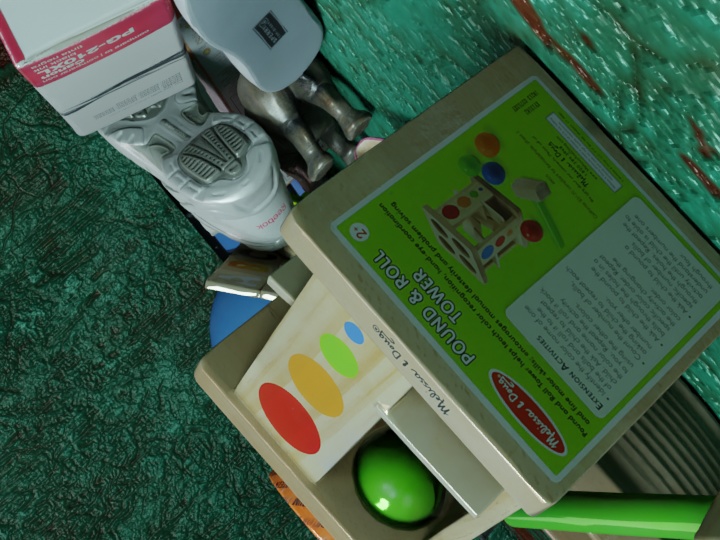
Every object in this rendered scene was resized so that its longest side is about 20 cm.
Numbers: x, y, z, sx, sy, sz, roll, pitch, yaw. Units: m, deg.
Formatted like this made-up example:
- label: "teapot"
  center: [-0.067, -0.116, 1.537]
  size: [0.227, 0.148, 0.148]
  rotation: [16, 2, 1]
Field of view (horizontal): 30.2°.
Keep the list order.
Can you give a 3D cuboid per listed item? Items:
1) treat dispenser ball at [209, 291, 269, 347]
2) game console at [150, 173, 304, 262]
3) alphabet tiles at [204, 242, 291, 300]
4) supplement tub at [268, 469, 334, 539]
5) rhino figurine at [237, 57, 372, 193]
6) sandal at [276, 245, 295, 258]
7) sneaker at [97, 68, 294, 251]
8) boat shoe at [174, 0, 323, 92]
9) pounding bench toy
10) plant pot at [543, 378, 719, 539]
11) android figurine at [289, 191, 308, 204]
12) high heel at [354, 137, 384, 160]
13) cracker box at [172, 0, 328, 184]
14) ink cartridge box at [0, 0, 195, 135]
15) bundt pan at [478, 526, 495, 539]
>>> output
- label: "treat dispenser ball"
  center: [-0.071, 0.065, 1.517]
  size: [0.201, 0.201, 0.201]
  rotation: [48, 175, 6]
- label: "game console"
  center: [-0.088, -0.050, 1.283]
  size: [0.171, 0.118, 0.200]
  rotation: [44, 174, 41]
- label: "alphabet tiles"
  center: [0.000, 0.000, 0.874]
  size: [0.166, 0.008, 0.200]
  rotation: [10, -166, 3]
- label: "supplement tub"
  center: [0.040, 0.111, 0.928]
  size: [0.123, 0.200, 0.123]
  rotation: [47, 174, 6]
- label: "rhino figurine"
  center: [-0.042, -0.094, 0.887]
  size: [0.087, 0.060, 0.200]
  rotation: [46, 172, 4]
- label: "sandal"
  center: [0.022, -0.024, 0.818]
  size: [0.077, 0.070, 0.211]
  rotation: [-8, -158, -43]
- label: "sneaker"
  center: [-0.107, -0.070, 0.870]
  size: [0.200, 0.078, 0.100]
  rotation: [46, 170, 43]
- label: "boat shoe"
  center: [-0.068, -0.156, 0.688]
  size: [0.066, 0.070, 0.200]
  rotation: [45, -178, 15]
- label: "pounding bench toy"
  center: [0.057, 0.056, 0.508]
  size: [0.200, 0.124, 0.156]
  rotation: [48, 147, 7]
- label: "plant pot"
  center: [0.127, 0.094, 0.695]
  size: [0.201, 0.093, 0.201]
  rotation: [47, 174, 7]
- label: "android figurine"
  center: [-0.054, -0.047, 1.096]
  size: [0.199, 0.041, 0.182]
  rotation: [21, -176, 29]
- label: "high heel"
  center: [0.036, -0.035, 0.671]
  size: [0.096, 0.067, 0.200]
  rotation: [38, -172, -3]
- label: "cracker box"
  center: [-0.110, -0.163, 0.972]
  size: [0.134, 0.058, 0.200]
  rotation: [44, 172, 35]
- label: "ink cartridge box"
  center: [-0.161, -0.166, 0.715]
  size: [0.145, 0.084, 0.200]
  rotation: [63, 175, 2]
- label: "bundt pan"
  center: [0.182, 0.389, 2.406]
  size: [0.202, 0.076, 0.202]
  rotation: [48, 174, 6]
